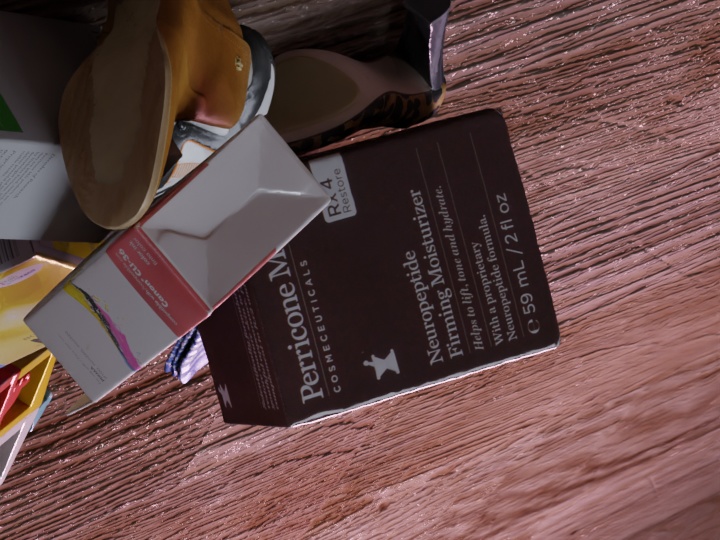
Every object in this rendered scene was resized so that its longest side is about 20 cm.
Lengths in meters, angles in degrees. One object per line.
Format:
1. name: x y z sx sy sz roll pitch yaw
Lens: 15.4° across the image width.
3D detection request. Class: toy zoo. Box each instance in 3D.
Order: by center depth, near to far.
1. toy zoo: -0.264 0.118 1.830 0.132 0.020 0.200 -65 170 27

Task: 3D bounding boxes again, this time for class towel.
1. towel: -0.071 0.019 1.963 0.144 0.024 0.200 -33 173 -19

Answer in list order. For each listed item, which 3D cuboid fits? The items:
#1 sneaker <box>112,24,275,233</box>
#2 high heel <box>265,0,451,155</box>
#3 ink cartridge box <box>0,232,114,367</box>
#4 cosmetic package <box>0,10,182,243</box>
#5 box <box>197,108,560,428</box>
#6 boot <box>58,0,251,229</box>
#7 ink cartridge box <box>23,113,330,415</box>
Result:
1. sneaker: -0.137 -0.080 1.641 0.200 0.074 0.080 -40 157 8
2. high heel: -0.018 -0.098 1.796 0.200 0.071 0.143 -35 159 -21
3. ink cartridge box: -0.229 0.028 1.664 0.197 0.047 0.200 -25 157 22
4. cosmetic package: -0.205 -0.081 1.480 0.085 0.108 0.200 -44 160 24
5. box: 0.000 0.000 1.775 0.199 0.167 0.164 -16 -177 -18
6. boot: -0.105 -0.100 1.487 0.070 0.202 0.144 -13 157 23
7. ink cartridge box: -0.116 0.001 1.524 0.116 0.068 0.200 -44 -175 -36
